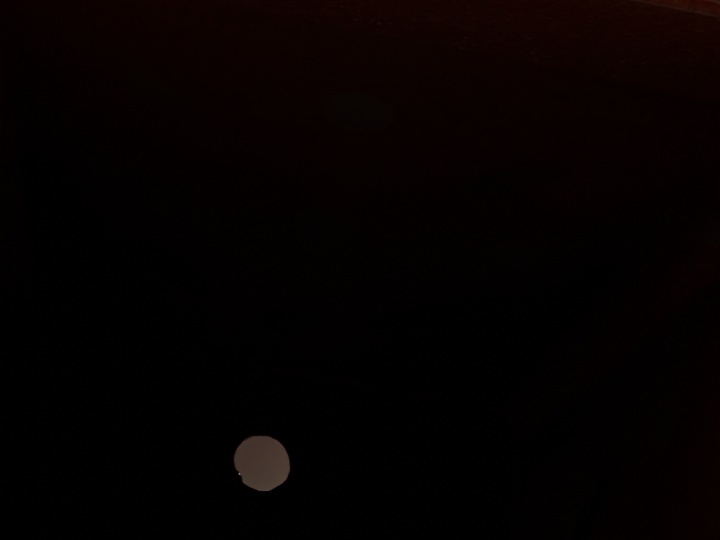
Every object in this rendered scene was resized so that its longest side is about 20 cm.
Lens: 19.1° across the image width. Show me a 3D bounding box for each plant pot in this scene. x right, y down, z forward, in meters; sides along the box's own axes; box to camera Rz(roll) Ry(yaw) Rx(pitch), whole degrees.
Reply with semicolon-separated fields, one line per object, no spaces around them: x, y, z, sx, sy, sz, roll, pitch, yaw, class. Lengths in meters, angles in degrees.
-0.012;0.061;0.436;0.176;0.199;0.201;122;-23;-68;plant pot

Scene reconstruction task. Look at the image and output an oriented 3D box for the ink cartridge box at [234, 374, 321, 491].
-0.056;0.122;0.624;0.145;0.084;0.201;-6;102;-87;ink cartridge box
